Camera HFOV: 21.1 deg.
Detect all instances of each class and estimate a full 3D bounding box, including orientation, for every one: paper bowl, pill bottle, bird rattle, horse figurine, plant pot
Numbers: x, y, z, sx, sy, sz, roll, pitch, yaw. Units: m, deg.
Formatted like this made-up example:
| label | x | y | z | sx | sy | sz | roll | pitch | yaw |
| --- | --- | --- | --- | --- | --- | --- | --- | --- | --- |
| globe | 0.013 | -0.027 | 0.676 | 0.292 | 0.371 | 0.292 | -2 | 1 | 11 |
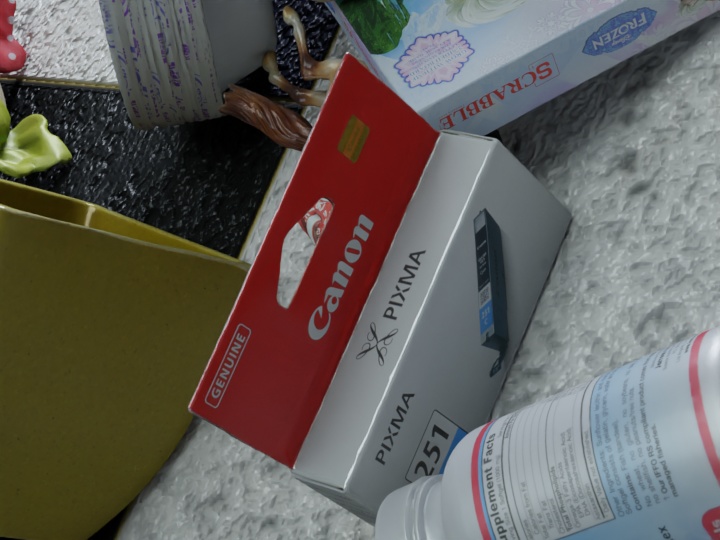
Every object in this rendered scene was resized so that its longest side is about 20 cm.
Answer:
| label | x | y | z | sx | sy | sz | roll | pitch | yaw |
| --- | --- | --- | --- | --- | --- | --- | --- | --- | --- |
| paper bowl | -0.113 | -0.196 | 1.241 | 0.104 | 0.201 | 0.201 | -10 | 51 | -2 |
| pill bottle | 0.110 | 0.108 | 0.896 | 0.200 | 0.109 | 0.109 | -26 | 49 | 29 |
| bird rattle | -0.286 | -0.149 | 1.395 | 0.113 | 0.163 | 0.200 | -18 | 61 | 11 |
| horse figurine | 0.013 | -0.135 | 1.174 | 0.200 | 0.050 | 0.133 | -41 | 58 | 2 |
| plant pot | -0.215 | 0.054 | 1.178 | 0.194 | 0.195 | 0.200 | 20 | 95 | 47 |

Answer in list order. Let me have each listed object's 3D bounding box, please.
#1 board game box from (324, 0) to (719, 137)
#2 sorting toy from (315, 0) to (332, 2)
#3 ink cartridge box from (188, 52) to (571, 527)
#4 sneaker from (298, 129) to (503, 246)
| label | x | y | z | sx | sy | sz | roll | pitch | yaw |
| --- | --- | --- | --- | --- | --- | --- | --- | --- | --- |
| board game box | 0.085 | -0.174 | 1.097 | 0.200 | 0.041 | 0.200 | -29 | 44 | -2 |
| sorting toy | 0.037 | -0.266 | 1.084 | 0.185 | 0.036 | 0.200 | -14 | 79 | 13 |
| ink cartridge box | 0.017 | 0.018 | 0.985 | 0.045 | 0.176 | 0.200 | 13 | 74 | 39 |
| sneaker | 0.001 | 0.000 | 1.098 | 0.108 | 0.067 | 0.202 | 6 | 66 | 45 |
